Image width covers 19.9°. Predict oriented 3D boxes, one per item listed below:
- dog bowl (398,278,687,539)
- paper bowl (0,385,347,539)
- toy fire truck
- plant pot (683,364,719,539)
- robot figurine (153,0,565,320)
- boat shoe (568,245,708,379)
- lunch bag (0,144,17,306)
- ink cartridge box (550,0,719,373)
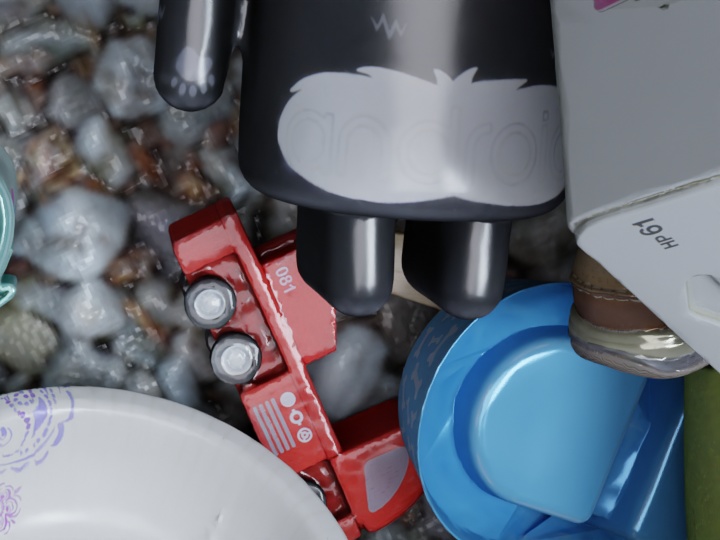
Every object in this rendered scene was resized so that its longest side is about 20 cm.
[{"bbox_3d":[0.102,0.067,0.819,0.199,0.050,0.112,19,96,-26],"label":"dog bowl"},{"bbox_3d":[-0.100,0.150,0.759,0.199,0.202,0.105,13,132,-7],"label":"paper bowl"},{"bbox_3d":[0.000,0.000,0.823,0.140,0.049,0.201,-24,103,-2],"label":"toy fire truck"},{"bbox_3d":[0.195,0.110,0.757,0.186,0.187,0.202,-22,100,0],"label":"plant pot"},{"bbox_3d":[0.019,-0.087,0.723,0.124,0.150,0.202,10,101,37],"label":"robot figurine"},{"bbox_3d":[0.145,-0.035,0.769,0.075,0.200,0.072,8,123,36],"label":"boat shoe"},{"bbox_3d":[-0.224,0.013,0.791,0.159,0.077,0.201,25,99,-8],"label":"lunch bag"},{"bbox_3d":[0.124,-0.082,0.654,0.084,0.144,0.202,-16,60,28],"label":"ink cartridge box"}]
